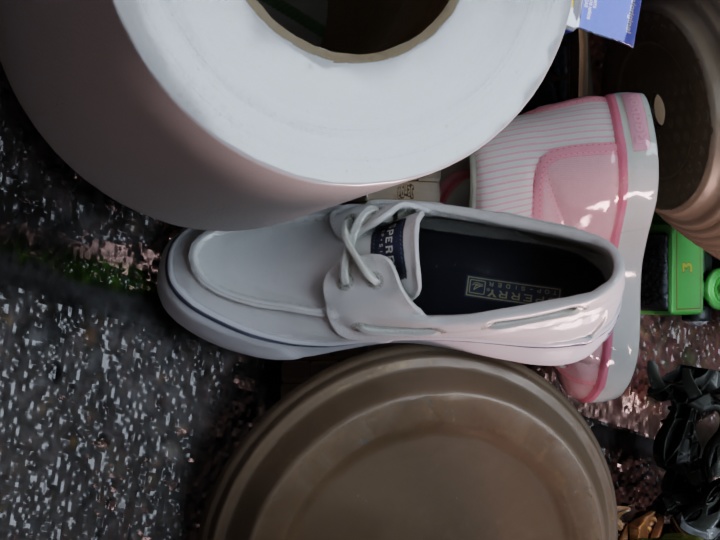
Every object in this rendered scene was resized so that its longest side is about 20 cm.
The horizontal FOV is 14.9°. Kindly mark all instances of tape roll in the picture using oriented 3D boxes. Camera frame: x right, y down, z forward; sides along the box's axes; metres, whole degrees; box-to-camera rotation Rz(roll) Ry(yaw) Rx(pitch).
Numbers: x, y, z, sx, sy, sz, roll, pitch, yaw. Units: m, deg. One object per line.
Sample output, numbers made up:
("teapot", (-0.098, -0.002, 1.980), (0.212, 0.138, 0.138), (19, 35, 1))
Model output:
("tape roll", (-0.033, -0.123, 1.093), (0.203, 0.139, 0.203), (3, 83, -25))

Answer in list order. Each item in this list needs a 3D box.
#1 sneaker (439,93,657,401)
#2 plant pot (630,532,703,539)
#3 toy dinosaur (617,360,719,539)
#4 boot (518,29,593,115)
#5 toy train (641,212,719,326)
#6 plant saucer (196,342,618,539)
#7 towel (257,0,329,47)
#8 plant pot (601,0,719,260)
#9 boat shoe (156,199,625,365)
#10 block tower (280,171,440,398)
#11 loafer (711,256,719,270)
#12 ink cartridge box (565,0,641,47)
("sneaker", (0.081, -0.006, 1.320), (0.200, 0.105, 0.075), (91, -10, -52))
("plant pot", (0.143, 0.236, 1.338), (0.200, 0.200, 0.190), (-28, 97, -46))
("toy dinosaur", (0.183, 0.120, 1.414), (0.200, 0.102, 0.136), (10, 90, -42))
("boot", (0.103, -0.153, 1.360), (0.097, 0.075, 0.200), (-19, 102, -45))
("toy train", (0.168, -0.070, 1.463), (0.056, 0.042, 0.200), (-1, 91, -39))
("plant saucer", (0.025, 0.130, 1.218), (0.200, 0.029, 0.200), (-5, 107, -17))
("towel", (0.002, -0.186, 1.207), (0.153, 0.023, 0.200), (27, 73, -20))
("plant pot", (0.180, -0.082, 1.337), (0.093, 0.201, 0.201), (-10, 98, -25))
("boat shoe", (0.014, -0.004, 1.174), (0.065, 0.200, 0.074), (100, -11, -65))
("block tower", (0.000, 0.000, 1.251), (0.058, 0.054, 0.200), (-1, 89, -49))
("loafer", (0.229, -0.065, 1.506), (0.071, 0.073, 0.200), (-4, 92, -48))
("ink cartridge box", (0.042, -0.179, 1.259), (0.200, 0.042, 0.119), (14, 78, -22))
